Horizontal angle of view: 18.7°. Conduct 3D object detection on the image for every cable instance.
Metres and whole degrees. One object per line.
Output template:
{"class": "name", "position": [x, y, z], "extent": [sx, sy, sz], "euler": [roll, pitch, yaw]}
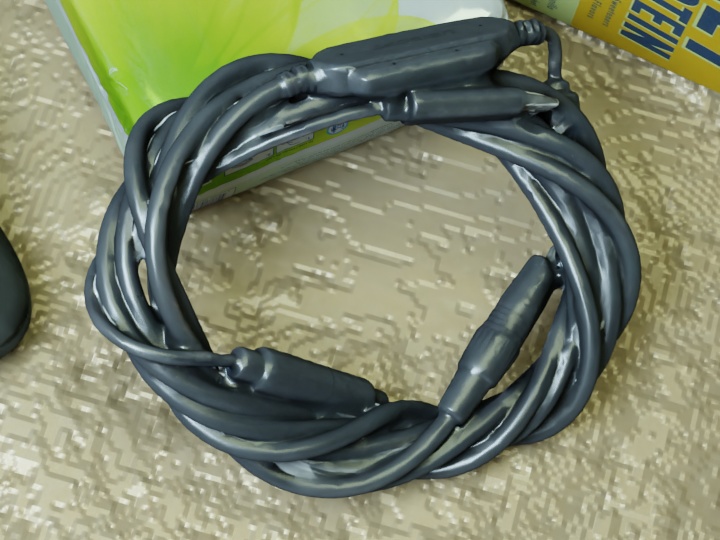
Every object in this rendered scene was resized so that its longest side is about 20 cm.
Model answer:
{"class": "cable", "position": [0.000, 0.000, 0.778], "extent": [0.200, 0.051, 0.163], "euler": [-15, 103, -18]}

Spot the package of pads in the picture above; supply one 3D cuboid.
{"class": "package of pads", "position": [-0.048, -0.134, 0.846], "extent": [0.154, 0.068, 0.200], "euler": [-23, 73, -14]}

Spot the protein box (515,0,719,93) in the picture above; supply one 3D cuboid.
{"class": "protein box", "position": [0.176, -0.181, 0.855], "extent": [0.200, 0.135, 0.199], "euler": [25, 67, 4]}

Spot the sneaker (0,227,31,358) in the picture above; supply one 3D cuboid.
{"class": "sneaker", "position": [-0.189, -0.052, 0.785], "extent": [0.074, 0.089, 0.200], "euler": [-34, 77, -20]}
